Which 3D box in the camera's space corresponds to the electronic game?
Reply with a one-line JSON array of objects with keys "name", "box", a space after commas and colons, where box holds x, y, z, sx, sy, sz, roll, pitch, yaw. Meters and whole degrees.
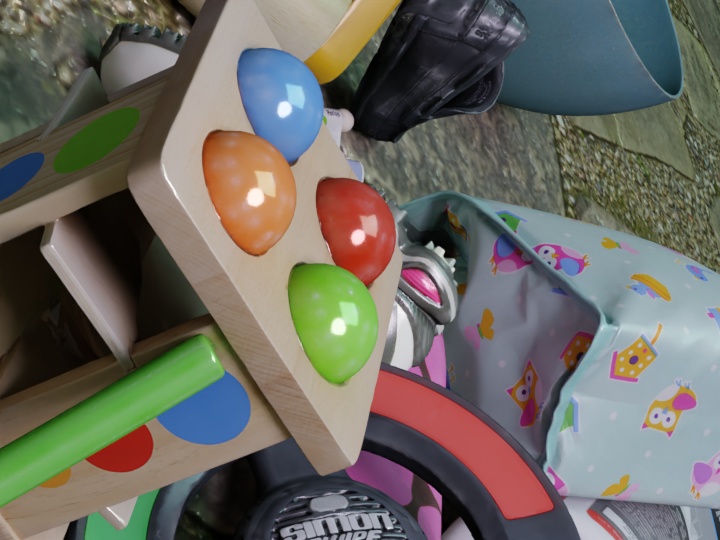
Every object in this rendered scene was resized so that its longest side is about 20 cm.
[{"name": "electronic game", "box": [-0.010, 0.111, 0.688, 0.042, 0.198, 0.201, 106, -12, -47]}]

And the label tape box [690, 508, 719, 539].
[{"name": "label tape box", "box": [0.173, 0.096, 1.205, 0.143, 0.066, 0.202, -17, 94, -57]}]

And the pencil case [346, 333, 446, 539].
[{"name": "pencil case", "box": [-0.007, 0.071, 0.835, 0.093, 0.091, 0.201, 21, 40, -17]}]

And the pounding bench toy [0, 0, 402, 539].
[{"name": "pounding bench toy", "box": [-0.078, 0.023, 0.606, 0.125, 0.155, 0.201, 58, 25, -26]}]

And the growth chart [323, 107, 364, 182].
[{"name": "growth chart", "box": [0.000, 0.000, 0.998, 0.145, 0.018, 0.202, -16, 87, -69]}]

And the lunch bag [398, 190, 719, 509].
[{"name": "lunch bag", "box": [0.116, 0.033, 0.979, 0.169, 0.123, 0.200, 9, 21, -33]}]

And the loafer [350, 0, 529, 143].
[{"name": "loafer", "box": [0.042, -0.107, 1.015, 0.070, 0.068, 0.201, 31, -16, -2]}]

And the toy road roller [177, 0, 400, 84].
[{"name": "toy road roller", "box": [-0.031, -0.206, 0.952, 0.123, 0.201, 0.146, 41, -7, -30]}]

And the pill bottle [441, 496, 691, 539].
[{"name": "pill bottle", "box": [0.114, 0.156, 0.996, 0.117, 0.115, 0.200, 69, 22, 0]}]

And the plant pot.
[{"name": "plant pot", "box": [0.126, -0.190, 1.303, 0.200, 0.134, 0.201, 49, 29, -40]}]

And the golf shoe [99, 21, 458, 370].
[{"name": "golf shoe", "box": [-0.051, -0.025, 0.791, 0.200, 0.088, 0.077, 42, -13, 14]}]
